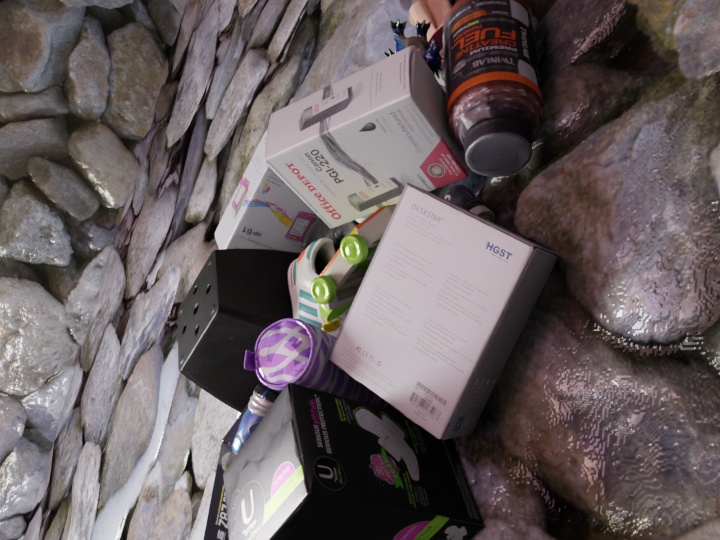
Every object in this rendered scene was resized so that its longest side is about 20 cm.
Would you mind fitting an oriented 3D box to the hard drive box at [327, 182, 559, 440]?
[{"bbox_3d":[0.079,0.039,0.726,0.155,0.076,0.202,31,101,32],"label":"hard drive box"}]

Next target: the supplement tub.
[{"bbox_3d":[0.145,-0.204,0.799,0.107,0.106,0.203,-36,44,45],"label":"supplement tub"}]

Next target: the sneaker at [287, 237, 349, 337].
[{"bbox_3d":[-0.046,0.049,0.973,0.094,0.069,0.202,-49,46,47],"label":"sneaker"}]

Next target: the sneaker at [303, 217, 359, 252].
[{"bbox_3d":[-0.034,-0.043,1.061,0.105,0.059,0.200,-62,25,13],"label":"sneaker"}]

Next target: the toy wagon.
[{"bbox_3d":[0.000,0.000,0.882,0.040,0.154,0.201,49,123,16],"label":"toy wagon"}]

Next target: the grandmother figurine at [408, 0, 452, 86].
[{"bbox_3d":[0.108,-0.309,0.980,0.201,0.060,0.122,-101,32,-47],"label":"grandmother figurine"}]

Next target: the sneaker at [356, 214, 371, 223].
[{"bbox_3d":[0.006,-0.112,1.008,0.077,0.080,0.200,-65,28,12],"label":"sneaker"}]

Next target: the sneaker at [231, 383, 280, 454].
[{"bbox_3d":[-0.066,0.201,0.814,0.075,0.200,0.078,20,72,52],"label":"sneaker"}]

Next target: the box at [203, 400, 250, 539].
[{"bbox_3d":[-0.137,0.243,0.939,0.200,0.048,0.163,-58,-15,-68],"label":"box"}]

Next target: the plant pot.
[{"bbox_3d":[-0.168,0.084,1.089,0.201,0.176,0.201,-54,32,29],"label":"plant pot"}]

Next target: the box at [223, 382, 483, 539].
[{"bbox_3d":[-0.013,0.222,0.706,0.149,0.198,0.125,-53,33,26],"label":"box"}]

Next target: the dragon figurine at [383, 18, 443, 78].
[{"bbox_3d":[0.060,-0.238,0.896,0.200,0.058,0.101,105,166,-71],"label":"dragon figurine"}]

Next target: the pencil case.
[{"bbox_3d":[-0.040,0.120,0.825,0.084,0.200,0.085,-8,61,26],"label":"pencil case"}]

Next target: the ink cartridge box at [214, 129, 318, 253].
[{"bbox_3d":[-0.126,-0.098,1.161,0.201,0.143,0.085,-59,32,19],"label":"ink cartridge box"}]

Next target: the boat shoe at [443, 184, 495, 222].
[{"bbox_3d":[0.069,-0.007,0.825,0.201,0.074,0.062,-56,52,22],"label":"boat shoe"}]

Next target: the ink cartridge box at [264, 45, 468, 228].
[{"bbox_3d":[0.008,-0.147,0.844,0.198,0.146,0.086,-17,49,29],"label":"ink cartridge box"}]
